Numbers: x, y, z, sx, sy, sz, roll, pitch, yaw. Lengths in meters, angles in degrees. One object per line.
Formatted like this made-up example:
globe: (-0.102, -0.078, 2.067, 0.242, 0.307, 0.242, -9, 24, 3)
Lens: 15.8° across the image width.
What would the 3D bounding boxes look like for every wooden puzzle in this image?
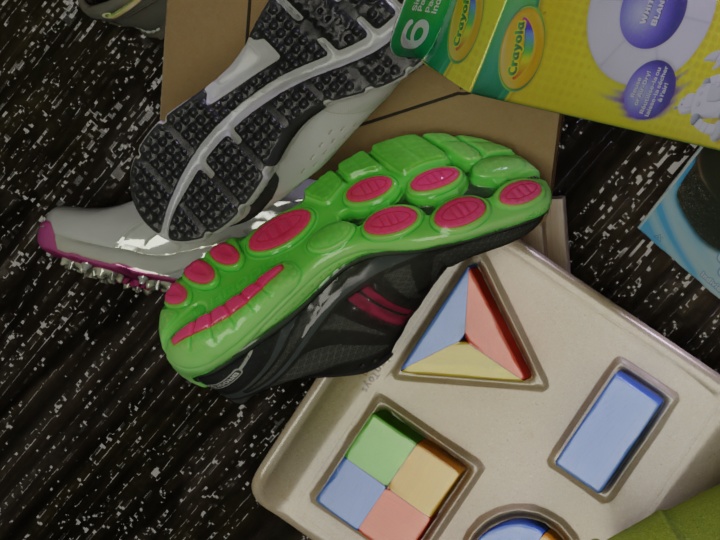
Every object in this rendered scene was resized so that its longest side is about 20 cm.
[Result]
wooden puzzle: (0.072, 0.092, 1.282, 0.200, 0.046, 0.185, 34, 97, 4)

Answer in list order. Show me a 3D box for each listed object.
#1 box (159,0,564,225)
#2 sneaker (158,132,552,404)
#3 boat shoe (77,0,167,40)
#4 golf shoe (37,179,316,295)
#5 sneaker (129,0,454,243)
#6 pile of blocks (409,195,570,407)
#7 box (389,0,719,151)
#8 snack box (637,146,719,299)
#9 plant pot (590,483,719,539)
box: (0.003, -0.115, 1.252, 0.200, 0.021, 0.164, 12, 120, 10)
sneaker: (0.000, 0.000, 1.254, 0.200, 0.084, 0.077, -25, 49, 7)
boat shoe: (-0.075, -0.189, 1.280, 0.202, 0.060, 0.072, -51, 49, 40)
golf shoe: (-0.068, -0.026, 1.351, 0.200, 0.075, 0.092, 7, 85, 10)
sneaker: (-0.023, -0.093, 1.226, 0.200, 0.080, 0.074, -39, 81, 14)
pile of blocks: (0.054, 0.053, 1.334, 0.082, 0.062, 0.200, 22, 104, 8)
box: (0.113, -0.128, 1.185, 0.200, 0.048, 0.117, 10, 108, -34)
snack box: (0.246, -0.001, 1.267, 0.200, 0.037, 0.116, 41, 123, 11)
plant pot: (0.239, 0.156, 1.190, 0.193, 0.200, 0.200, -34, 91, 5)
